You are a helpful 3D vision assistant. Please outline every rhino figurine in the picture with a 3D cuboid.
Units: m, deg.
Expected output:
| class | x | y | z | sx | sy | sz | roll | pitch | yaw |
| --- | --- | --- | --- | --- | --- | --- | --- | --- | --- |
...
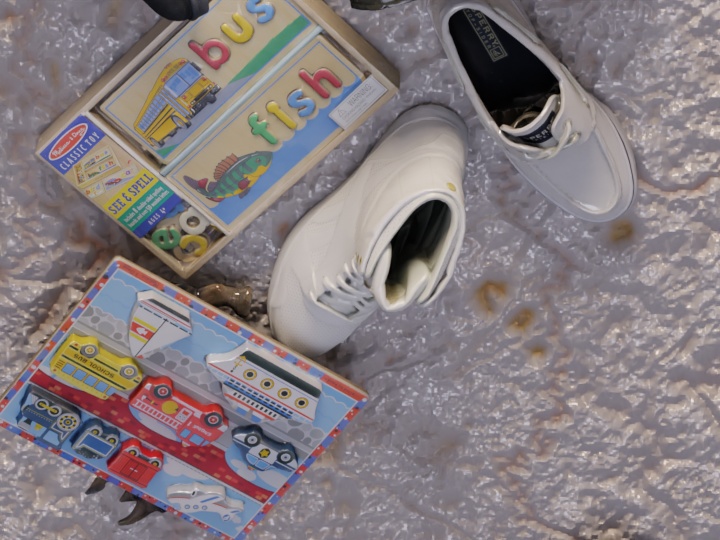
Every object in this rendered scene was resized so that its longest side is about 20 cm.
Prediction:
| class | x | y | z | sx | sy | sz | roll | pitch | yaw |
| --- | --- | --- | --- | --- | --- | --- | --- | --- | --- |
| rhino figurine | -0.136 | 0.090 | 1.661 | 0.087 | 0.060 | 0.201 | 12 | 122 | -10 |

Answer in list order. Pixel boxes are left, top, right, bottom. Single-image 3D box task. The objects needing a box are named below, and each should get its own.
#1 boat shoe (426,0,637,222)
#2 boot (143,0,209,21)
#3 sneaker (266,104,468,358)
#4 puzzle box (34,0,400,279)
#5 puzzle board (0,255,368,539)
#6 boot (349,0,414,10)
| class | x | y | z | sx | sy | sz | roll | pitch | yaw |
| --- | --- | --- | --- | --- | --- | --- | --- | --- | --- |
| boat shoe | 0.107 | -0.099 | 1.535 | 0.072 | 0.066 | 0.201 | -25 | 117 | 15 |
| boot | -0.207 | -0.174 | 1.455 | 0.199 | 0.066 | 0.166 | -32 | 114 | -9 |
| sneaker | 0.000 | 0.000 | 1.571 | 0.073 | 0.116 | 0.200 | 26 | 120 | -16 |
| puzzle box | -0.090 | -0.099 | 1.565 | 0.133 | 0.025 | 0.200 | 40 | 114 | -20 |
| puzzle board | -0.116 | 0.089 | 1.616 | 0.199 | 0.017 | 0.151 | 29 | 118 | -24 |
| boot | 0.068 | -0.236 | 1.452 | 0.199 | 0.068 | 0.132 | -16 | 101 | -7 |
